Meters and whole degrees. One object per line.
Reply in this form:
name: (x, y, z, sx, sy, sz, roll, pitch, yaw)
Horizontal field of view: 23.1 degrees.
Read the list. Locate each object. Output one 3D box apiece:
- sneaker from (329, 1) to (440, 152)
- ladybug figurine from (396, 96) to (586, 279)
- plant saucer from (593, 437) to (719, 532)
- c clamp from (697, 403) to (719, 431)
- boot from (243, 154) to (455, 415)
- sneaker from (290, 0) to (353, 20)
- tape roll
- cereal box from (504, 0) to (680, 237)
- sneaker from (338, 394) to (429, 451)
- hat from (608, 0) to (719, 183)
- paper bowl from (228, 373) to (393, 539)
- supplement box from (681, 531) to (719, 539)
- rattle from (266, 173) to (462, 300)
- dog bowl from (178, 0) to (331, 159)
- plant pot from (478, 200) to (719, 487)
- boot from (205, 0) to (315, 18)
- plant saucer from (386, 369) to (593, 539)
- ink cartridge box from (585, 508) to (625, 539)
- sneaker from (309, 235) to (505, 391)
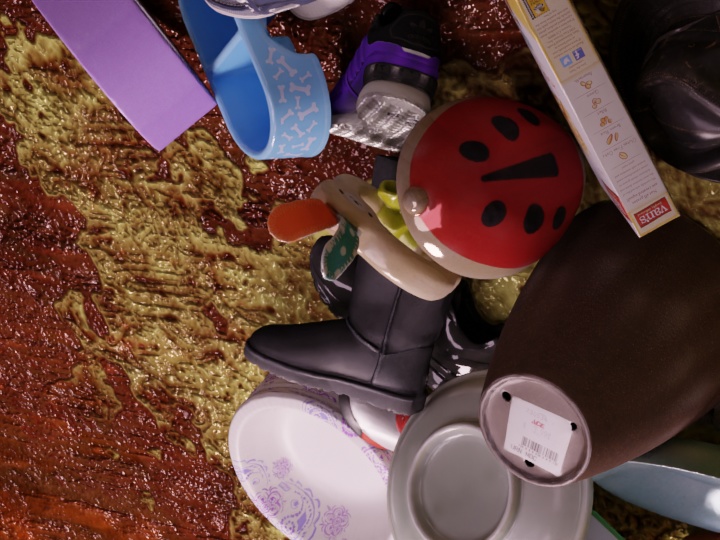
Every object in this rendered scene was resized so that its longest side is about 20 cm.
sneaker: (0.023, -0.156, 1.381, 0.069, 0.101, 0.200, 15, 171, -14)
ladybug figurine: (0.103, -0.065, 1.298, 0.072, 0.199, 0.137, -17, 92, 41)
plant saucer: (0.282, 0.171, 1.414, 0.199, 0.039, 0.201, 16, 163, 5)
c clamp: (0.243, 0.096, 1.446, 0.198, 0.027, 0.172, 12, 130, 31)
boot: (0.001, 0.000, 1.460, 0.163, 0.066, 0.202, 15, 105, 6)
sneaker: (-0.011, -0.246, 1.324, 0.075, 0.081, 0.200, 45, 141, -5)
tape roll: (-0.203, -0.197, 1.442, 0.201, 0.065, 0.200, 52, 180, 0)
cereal box: (0.155, -0.133, 1.246, 0.039, 0.144, 0.201, -28, 107, 6)
sneaker: (0.082, 0.138, 1.546, 0.201, 0.068, 0.107, 36, 147, -30)
hat: (0.249, -0.118, 1.219, 0.199, 0.081, 0.202, 21, 133, 24)
paper bowl: (-0.018, 0.170, 1.659, 0.199, 0.104, 0.202, 22, 135, 24)
supplement box: (0.342, 0.323, 1.529, 0.066, 0.069, 0.201, -18, 109, 47)
rattle: (0.033, -0.058, 1.313, 0.142, 0.199, 0.131, -33, 62, 20)
dog bowl: (-0.090, -0.180, 1.408, 0.111, 0.049, 0.202, -35, 76, 62)
plant pot: (0.176, 0.074, 1.328, 0.185, 0.200, 0.189, 18, 125, 27)
boot: (-0.073, -0.221, 1.267, 0.199, 0.090, 0.074, -5, 96, 46)
plant saucer: (0.093, 0.179, 1.436, 0.199, 0.050, 0.203, -8, 76, 36)
ink cartridge box: (0.180, 0.269, 1.541, 0.146, 0.083, 0.200, 43, 166, 2)
sneaker: (0.047, 0.025, 1.522, 0.199, 0.076, 0.091, 35, 130, -1)
